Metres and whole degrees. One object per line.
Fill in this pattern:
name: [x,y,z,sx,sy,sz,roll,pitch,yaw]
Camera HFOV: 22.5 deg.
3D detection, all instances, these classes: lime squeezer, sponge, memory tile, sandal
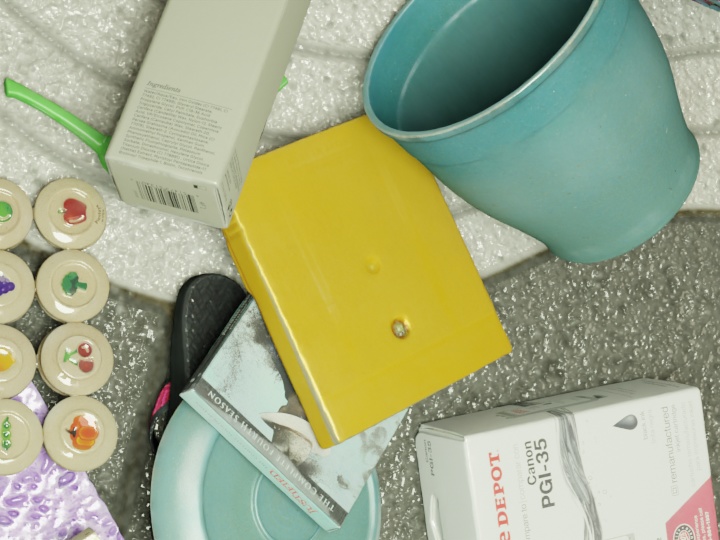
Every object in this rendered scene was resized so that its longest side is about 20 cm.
lime squeezer: [-0.141,-0.096,1.242,0.200,0.038,0.071,-4,61,-21]
sponge: [-0.227,0.170,1.208,0.112,0.030,0.200,-33,103,-19]
memory tile: [-0.236,0.035,1.185,0.153,0.017,0.200,0,78,-22]
sandal: [-0.113,0.102,1.250,0.075,0.045,0.200,17,70,-38]

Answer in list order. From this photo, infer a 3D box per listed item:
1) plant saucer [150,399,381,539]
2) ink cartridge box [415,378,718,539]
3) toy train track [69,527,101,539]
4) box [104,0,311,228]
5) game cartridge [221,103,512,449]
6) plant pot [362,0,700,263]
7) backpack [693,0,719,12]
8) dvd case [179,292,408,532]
plant saucer: [-0.055,0.160,1.241,0.200,0.027,0.200,12,72,-41]
ink cartridge box: [0.154,0.170,1.336,0.200,0.083,0.147,-10,95,-22]
toy train track: [-0.144,0.260,1.216,0.115,0.033,0.200,-33,117,-20]
box: [-0.095,-0.135,1.196,0.082,0.068,0.200,16,67,10]
game cartridge: [0.000,0.000,1.259,0.176,0.032,0.200,-24,89,-38]
plant pot: [0.136,-0.112,1.276,0.188,0.200,0.200,46,74,-33]
backpack: [0.245,-0.270,1.320,0.200,0.183,0.135,24,99,-7]
dvd case: [-0.023,0.059,1.257,0.146,0.022,0.200,46,54,-17]
